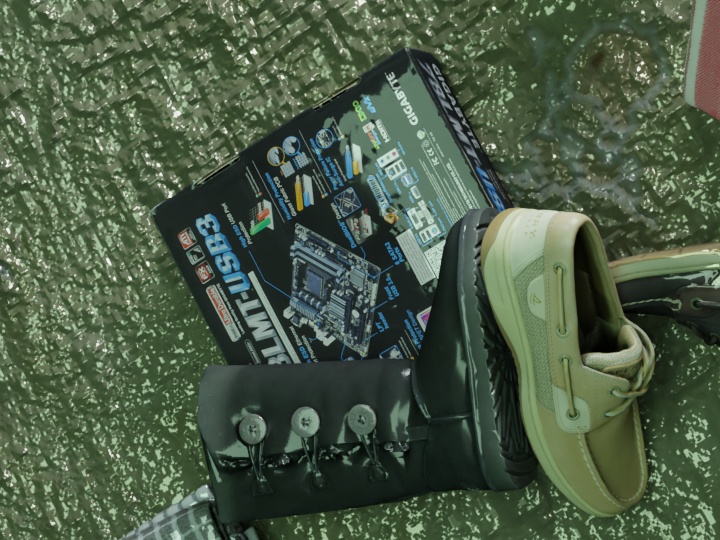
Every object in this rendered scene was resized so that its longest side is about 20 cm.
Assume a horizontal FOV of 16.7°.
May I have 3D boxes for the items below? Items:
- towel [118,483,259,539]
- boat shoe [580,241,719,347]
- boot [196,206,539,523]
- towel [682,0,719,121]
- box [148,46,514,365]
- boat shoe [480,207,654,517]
[{"bbox_3d":[-0.113,0.253,1.513,0.165,0.086,0.201,-30,79,18],"label":"towel"},{"bbox_3d":[0.212,0.015,1.389,0.199,0.072,0.065,-9,89,21],"label":"boat shoe"},{"bbox_3d":[-0.002,0.057,1.436,0.199,0.066,0.166,-9,78,30],"label":"boot"},{"bbox_3d":[0.272,-0.112,1.347,0.199,0.030,0.147,26,143,20],"label":"towel"},{"bbox_3d":[0.000,0.000,1.486,0.198,0.050,0.201,-32,79,20],"label":"box"},{"bbox_3d":[0.129,0.055,1.384,0.065,0.072,0.201,0,121,38],"label":"boat shoe"}]
